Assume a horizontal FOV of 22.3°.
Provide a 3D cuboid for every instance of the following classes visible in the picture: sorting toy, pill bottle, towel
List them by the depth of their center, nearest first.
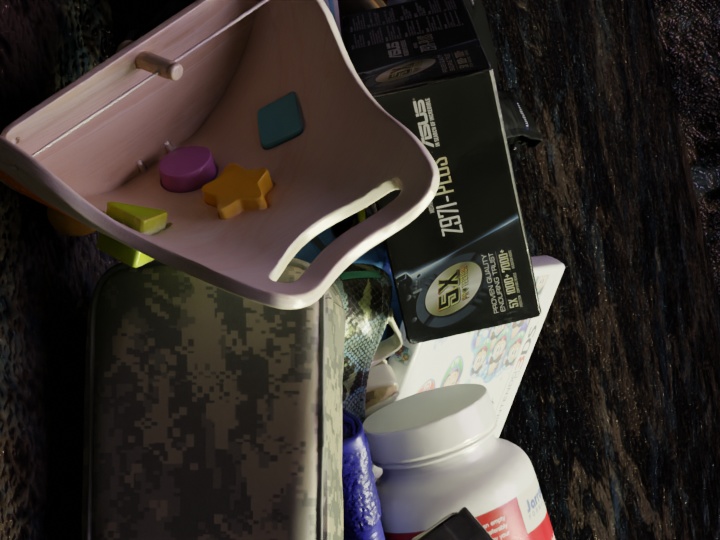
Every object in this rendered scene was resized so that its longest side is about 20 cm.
[{"bbox_3d":[-0.062,-0.051,0.940,0.200,0.180,0.107,-39,142,-29],"label":"sorting toy"},{"bbox_3d":[-0.028,0.157,1.175,0.148,0.050,0.200,43,-30,56],"label":"towel"},{"bbox_3d":[0.070,0.180,1.183,0.112,0.112,0.200,-44,118,-68],"label":"pill bottle"}]

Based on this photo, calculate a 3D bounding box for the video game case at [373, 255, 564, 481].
[{"bbox_3d":[0.068,0.080,1.320,0.200,0.024,0.182,-7,121,-59],"label":"video game case"}]

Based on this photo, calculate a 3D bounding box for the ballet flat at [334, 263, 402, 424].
[{"bbox_3d":[-0.004,0.067,1.195,0.200,0.074,0.074,93,3,-54],"label":"ballet flat"}]

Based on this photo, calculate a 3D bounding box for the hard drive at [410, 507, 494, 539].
[{"bbox_3d":[-0.019,0.223,1.038,0.038,0.200,0.140,48,-27,17],"label":"hard drive"}]

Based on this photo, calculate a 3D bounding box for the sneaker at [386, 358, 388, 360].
[{"bbox_3d":[-0.023,0.061,1.328,0.200,0.075,0.116,60,16,-51],"label":"sneaker"}]

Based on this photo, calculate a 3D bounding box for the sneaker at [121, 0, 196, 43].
[{"bbox_3d":[-0.087,-0.133,1.065,0.140,0.078,0.200,-36,108,-48],"label":"sneaker"}]

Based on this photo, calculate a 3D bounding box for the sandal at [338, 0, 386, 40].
[{"bbox_3d":[0.002,-0.126,1.294,0.054,0.080,0.200,-27,91,-36],"label":"sandal"}]

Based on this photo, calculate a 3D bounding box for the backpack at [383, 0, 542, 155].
[{"bbox_3d":[0.042,-0.155,1.450,0.191,0.154,0.200,-60,132,-72],"label":"backpack"}]

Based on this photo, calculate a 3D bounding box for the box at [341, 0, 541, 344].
[{"bbox_3d":[0.048,-0.071,1.168,0.200,0.086,0.164,-97,174,-67],"label":"box"}]

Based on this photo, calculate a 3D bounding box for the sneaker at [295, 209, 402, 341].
[{"bbox_3d":[0.000,0.000,1.242,0.066,0.078,0.200,46,10,32],"label":"sneaker"}]

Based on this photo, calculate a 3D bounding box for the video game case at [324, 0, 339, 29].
[{"bbox_3d":[-0.076,-0.157,1.177,0.200,0.024,0.182,-5,89,-56],"label":"video game case"}]

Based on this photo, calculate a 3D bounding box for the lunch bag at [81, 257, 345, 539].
[{"bbox_3d":[-0.073,0.096,1.020,0.168,0.139,0.200,43,46,-80],"label":"lunch bag"}]
